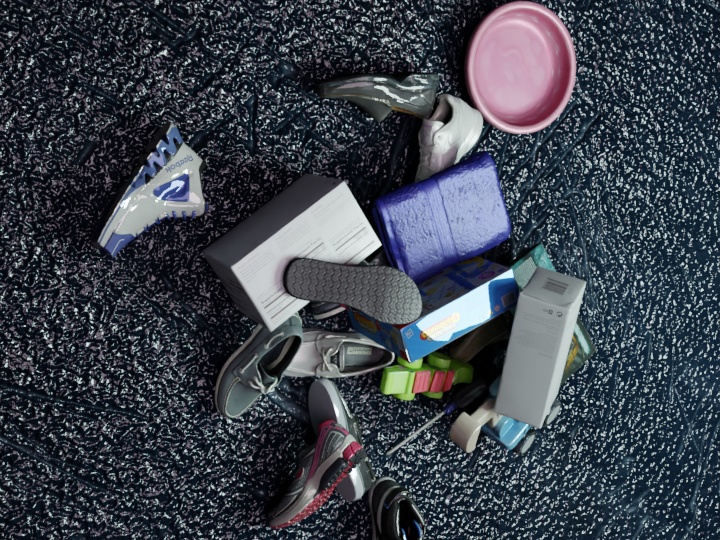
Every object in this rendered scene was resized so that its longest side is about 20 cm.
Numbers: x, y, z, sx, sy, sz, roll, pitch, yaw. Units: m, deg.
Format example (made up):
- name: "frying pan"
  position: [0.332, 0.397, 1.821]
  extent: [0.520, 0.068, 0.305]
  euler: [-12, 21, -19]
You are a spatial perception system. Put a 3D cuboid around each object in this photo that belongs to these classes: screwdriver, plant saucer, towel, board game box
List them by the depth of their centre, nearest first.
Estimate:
- name: "towel"
  position: [0.120, -0.077, 1.560]
  extent: [0.198, 0.049, 0.150]
  euler: [-25, 114, -14]
- name: "board game box"
  position: [0.104, 0.045, 1.567]
  extent: [0.198, 0.195, 0.057]
  euler: [-27, 111, -18]
- name: "board game box"
  position: [0.285, 0.075, 1.659]
  extent: [0.135, 0.028, 0.202]
  euler: [-33, 98, -38]
- name: "plant saucer"
  position: [0.245, -0.318, 1.661]
  extent: [0.197, 0.051, 0.204]
  euler: [-3, 98, -22]
- name: "screwdriver"
  position: [0.121, 0.235, 1.668]
  extent: [0.199, 0.029, 0.028]
  euler: [-39, 114, 1]

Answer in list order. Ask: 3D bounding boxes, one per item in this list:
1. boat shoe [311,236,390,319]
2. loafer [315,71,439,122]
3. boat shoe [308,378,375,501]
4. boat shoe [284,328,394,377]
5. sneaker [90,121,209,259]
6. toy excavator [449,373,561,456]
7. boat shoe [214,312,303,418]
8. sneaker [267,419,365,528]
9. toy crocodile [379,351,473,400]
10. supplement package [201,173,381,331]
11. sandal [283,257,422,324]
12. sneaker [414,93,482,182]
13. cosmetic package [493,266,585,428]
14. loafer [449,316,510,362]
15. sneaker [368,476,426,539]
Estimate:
- name: "boat shoe"
  position: [0.000, 0.000, 1.585]
  extent: [0.199, 0.075, 0.062]
  euler: [-35, 111, -17]
- name: "loafer"
  position: [0.028, -0.256, 1.566]
  extent: [0.197, 0.073, 0.074]
  euler: [-4, 103, -22]
- name: "boat shoe"
  position: [-0.027, 0.253, 1.618]
  extent: [0.056, 0.068, 0.203]
  euler: [-27, 109, -39]
- name: "boat shoe"
  position: [-0.043, 0.130, 1.588]
  extent: [0.197, 0.066, 0.073]
  euler: [4, 96, -24]
- name: "sneaker"
  position: [-0.273, -0.090, 1.451]
  extent: [0.115, 0.080, 0.201]
  euler: [36, 81, -21]
- name: "toy excavator"
  position: [0.216, 0.216, 1.637]
  extent: [0.195, 0.099, 0.201]
  euler: [-47, 152, -14]
- name: "boat shoe"
  position: [-0.145, 0.143, 1.515]
  extent: [0.072, 0.062, 0.201]
  euler: [20, 113, -38]
- name: "sneaker"
  position: [-0.075, 0.309, 1.580]
  extent: [0.075, 0.080, 0.201]
  euler: [46, 109, 19]
- name: "toy crocodile"
  position: [0.101, 0.166, 1.635]
  extent: [0.198, 0.061, 0.069]
  euler: [4, 104, -50]
- name: "supplement package"
  position: [-0.100, -0.031, 1.492]
  extent: [0.199, 0.155, 0.112]
  euler: [-37, 111, -14]
- name: "sandal"
  position: [-0.010, 0.023, 1.438]
  extent: [0.197, 0.045, 0.076]
  euler: [13, 88, -11]
- name: "sneaker"
  position: [0.109, -0.172, 1.600]
  extent: [0.099, 0.074, 0.203]
  euler: [32, 78, -41]
- name: "cosmetic package"
  position: [0.261, 0.112, 1.540]
  extent: [0.080, 0.113, 0.203]
  euler: [19, 116, 17]
- name: "loafer"
  position: [0.228, 0.085, 1.691]
  extent: [0.199, 0.076, 0.068]
  euler: [-40, 97, -14]
- name: "sneaker"
  position: [0.064, 0.434, 1.651]
  extent: [0.072, 0.112, 0.203]
  euler: [-17, 104, -19]
